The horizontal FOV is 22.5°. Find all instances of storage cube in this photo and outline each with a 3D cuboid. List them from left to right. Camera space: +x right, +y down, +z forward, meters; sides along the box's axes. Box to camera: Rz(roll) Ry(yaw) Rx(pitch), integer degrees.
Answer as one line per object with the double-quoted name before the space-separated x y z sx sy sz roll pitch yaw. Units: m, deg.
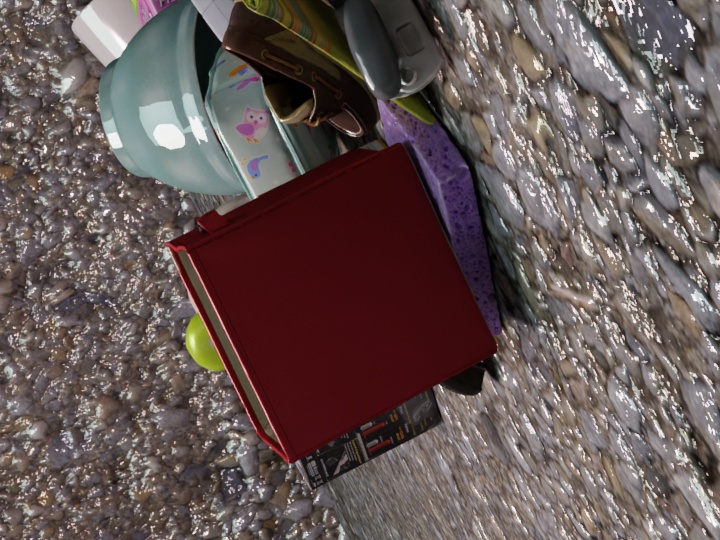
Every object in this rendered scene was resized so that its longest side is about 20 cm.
"storage cube" -0.025 0.021 1.383 0.201 0.179 0.171 63 171 -7

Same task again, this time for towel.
"towel" -0.025 -0.164 1.260 0.200 0.018 0.086 29 -155 -47

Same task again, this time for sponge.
"sponge" 0.061 -0.041 1.384 0.112 0.030 0.200 57 169 39

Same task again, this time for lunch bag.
"lunch bag" -0.069 -0.124 1.621 0.161 0.077 0.200 62 -167 -23

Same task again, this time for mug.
"mug" -0.235 -0.281 2.211 0.154 0.186 0.149 55 138 2

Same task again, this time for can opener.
"can opener" -0.006 -0.205 1.232 0.201 0.052 0.066 64 -172 19

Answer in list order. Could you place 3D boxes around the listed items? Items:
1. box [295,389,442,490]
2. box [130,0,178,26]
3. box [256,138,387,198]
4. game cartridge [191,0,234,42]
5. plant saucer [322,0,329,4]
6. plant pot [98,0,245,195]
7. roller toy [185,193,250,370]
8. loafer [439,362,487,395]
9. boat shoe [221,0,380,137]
"box" -0.015 0.110 1.837 0.050 0.157 0.201 53 167 49
"box" -0.196 -0.313 1.902 0.201 0.096 0.176 63 171 4
"box" 0.000 0.000 1.562 0.041 0.119 0.201 50 163 58
"game cartridge" -0.108 -0.249 1.542 0.133 0.041 0.200 24 -150 -51
"plant saucer" -0.076 -0.278 1.327 0.201 0.029 0.200 59 -170 -16
"plant pot" -0.165 -0.161 1.733 0.200 0.134 0.201 -12 -90 -67
"roller toy" -0.082 0.013 1.886 0.140 0.199 0.183 50 128 57
"loafer" 0.043 0.028 1.514 0.200 0.071 0.073 44 178 -20
"boat shoe" -0.049 -0.147 1.412 0.072 0.072 0.200 17 165 30
